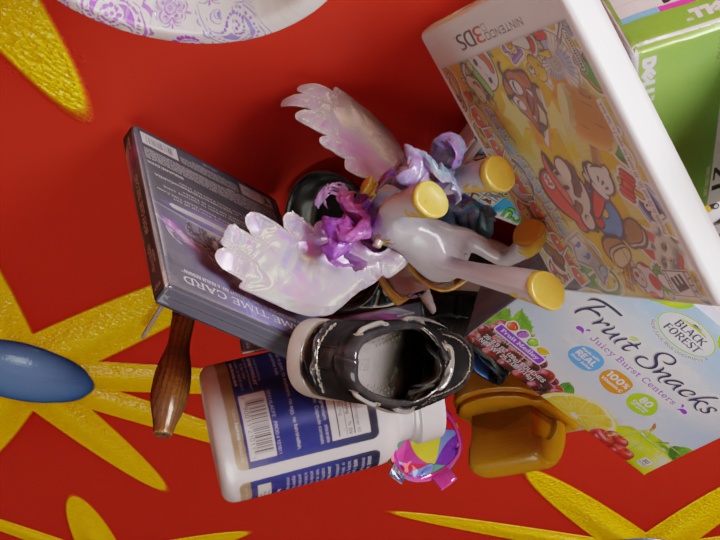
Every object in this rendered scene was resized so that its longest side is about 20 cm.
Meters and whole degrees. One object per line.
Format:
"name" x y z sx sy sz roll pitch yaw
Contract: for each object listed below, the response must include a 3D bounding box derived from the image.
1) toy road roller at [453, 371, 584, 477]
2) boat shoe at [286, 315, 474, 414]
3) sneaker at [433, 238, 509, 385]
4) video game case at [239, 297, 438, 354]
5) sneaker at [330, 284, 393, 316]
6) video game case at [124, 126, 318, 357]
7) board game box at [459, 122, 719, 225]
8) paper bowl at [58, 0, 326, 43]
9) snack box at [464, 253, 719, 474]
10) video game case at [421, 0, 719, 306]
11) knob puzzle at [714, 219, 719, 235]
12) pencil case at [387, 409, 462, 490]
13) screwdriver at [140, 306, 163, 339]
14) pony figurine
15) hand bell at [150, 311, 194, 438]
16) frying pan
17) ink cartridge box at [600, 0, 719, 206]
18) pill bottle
"toy road roller" 0.172 0.149 1.082 0.121 0.149 0.199 -16 145 34
"boat shoe" 0.032 0.066 0.747 0.059 0.076 0.198 3 172 38
"sneaker" 0.154 0.053 0.913 0.196 0.114 0.073 18 165 -7
"video game case" 0.004 0.049 0.994 0.197 0.019 0.142 -12 178 29
"sneaker" 0.000 0.000 0.935 0.198 0.079 0.085 -10 171 41
"video game case" -0.101 -0.020 0.775 0.142 0.201 0.019 27 116 -35
"board game box" 0.169 -0.071 0.769 0.197 0.035 0.127 20 140 -15
"paper bowl" -0.091 -0.215 0.515 0.196 0.106 0.202 3 151 2
"snack box" 0.207 0.050 0.799 0.199 0.068 0.168 36 136 -13
"video game case" 0.122 -0.073 0.623 0.202 0.023 0.182 59 166 -11
"knob puzzle" 0.236 -0.014 0.899 0.215 0.031 0.221 4 151 2
"pencil case" 0.035 0.160 1.102 0.087 0.090 0.200 18 -176 -22
"screwdriver" -0.198 0.035 1.055 0.027 0.030 0.200 16 144 -19
"pony figurine" 0.023 -0.030 0.710 0.192 0.169 0.199 35 159 -21
"hand bell" -0.150 0.044 0.890 0.102 0.204 0.105 3 152 2
"frying pan" -0.023 0.009 0.876 0.114 0.031 0.194 27 123 35
"ink cartridge box" 0.183 -0.078 0.586 0.074 0.202 0.149 -15 141 0
"pill bottle" -0.033 0.119 0.899 0.196 0.118 0.116 -11 154 -12
